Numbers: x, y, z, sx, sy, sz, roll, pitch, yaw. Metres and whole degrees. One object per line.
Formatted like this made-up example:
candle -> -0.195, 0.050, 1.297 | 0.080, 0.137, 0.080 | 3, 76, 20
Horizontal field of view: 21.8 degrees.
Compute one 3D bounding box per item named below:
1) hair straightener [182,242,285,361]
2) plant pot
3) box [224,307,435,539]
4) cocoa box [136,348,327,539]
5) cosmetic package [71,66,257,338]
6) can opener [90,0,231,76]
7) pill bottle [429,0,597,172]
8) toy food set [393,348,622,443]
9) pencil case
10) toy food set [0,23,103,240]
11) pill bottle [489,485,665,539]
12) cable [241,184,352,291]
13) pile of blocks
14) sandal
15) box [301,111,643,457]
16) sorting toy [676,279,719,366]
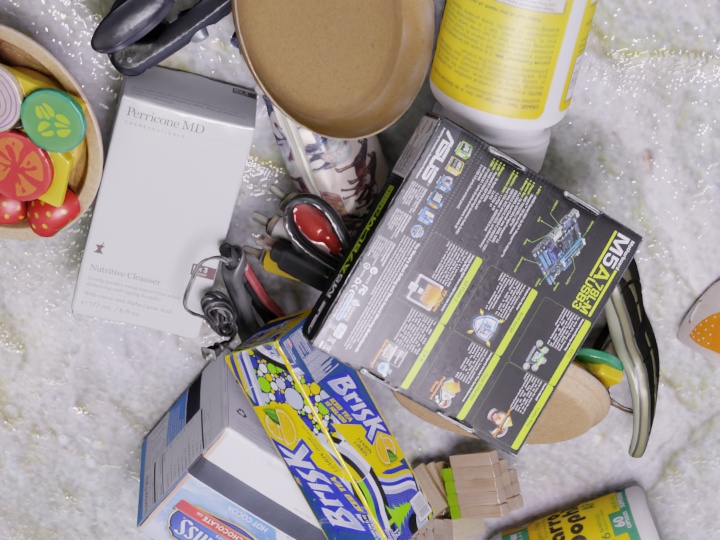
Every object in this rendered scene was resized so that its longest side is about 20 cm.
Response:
hair straightener -> -0.097, 0.046, 1.530 | 0.077, 0.041, 0.200 | -51, 153, -17
plant pot -> -0.024, -0.197, 1.406 | 0.027, 0.200, 0.200 | -1, 132, 48
box -> -0.023, 0.133, 1.506 | 0.070, 0.064, 0.200 | -18, 104, 46
cocoa box -> -0.078, 0.192, 1.621 | 0.200, 0.133, 0.131 | 34, 111, -21
cosmetic package -> -0.158, -0.056, 1.509 | 0.113, 0.081, 0.200 | 11, 118, -8
can opener -> -0.116, -0.217, 1.436 | 0.200, 0.079, 0.063 | -32, 108, 3
pill bottle -> 0.116, -0.178, 1.441 | 0.114, 0.114, 0.200 | 8, 118, -8
toy food set -> 0.114, 0.094, 1.569 | 0.198, 0.049, 0.200 | 23, 153, -23
pencil case -> -0.034, -0.111, 1.483 | 0.078, 0.089, 0.200 | 10, 131, 43
toy food set -> -0.294, -0.109, 1.458 | 0.200, 0.049, 0.198 | 24, 126, 7
pill bottle -> 0.181, 0.279, 1.699 | 0.200, 0.113, 0.113 | -21, 118, 8
cable -> 0.000, 0.000, 1.472 | 0.200, 0.050, 0.097 | 29, 128, 4
pile of blocks -> 0.076, 0.218, 1.694 | 0.200, 0.062, 0.082 | -42, 70, 36
sandal -> 0.221, 0.067, 1.615 | 0.057, 0.080, 0.201 | -7, 114, 20
box -> 0.086, 0.012, 1.424 | 0.193, 0.048, 0.200 | 28, 93, -19
sorting toy -> 0.410, 0.038, 1.606 | 0.200, 0.107, 0.180 | 29, 94, -18
